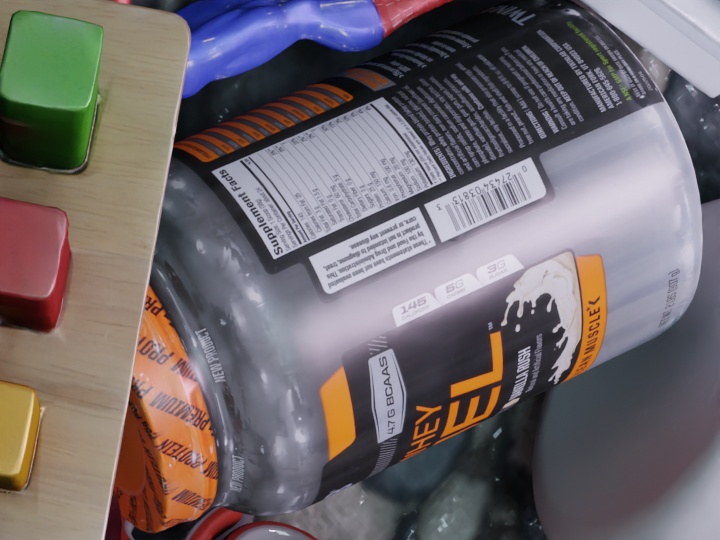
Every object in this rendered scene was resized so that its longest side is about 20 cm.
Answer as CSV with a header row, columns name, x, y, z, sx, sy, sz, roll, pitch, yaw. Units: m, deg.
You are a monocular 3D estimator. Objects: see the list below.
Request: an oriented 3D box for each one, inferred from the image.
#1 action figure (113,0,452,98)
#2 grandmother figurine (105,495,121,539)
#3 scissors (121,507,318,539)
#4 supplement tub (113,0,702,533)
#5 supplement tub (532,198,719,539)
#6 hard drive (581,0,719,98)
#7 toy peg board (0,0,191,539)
name,x,y,z,sx,sy,sz,roll,pitch,yaw
action figure,-0.064,-0.094,0.948,0.199,0.065,0.100,-29,112,-21
grandmother figurine,-0.101,0.112,0.871,0.060,0.200,0.122,21,86,-25
scissors,-0.068,0.114,0.909,0.073,0.200,0.014,27,119,11
supplement tub,0.000,0.000,0.953,0.199,0.122,0.123,-25,104,-21
supplement tub,0.174,0.079,1.029,0.199,0.144,0.145,31,81,-24
hard drive,0.052,-0.157,0.976,0.199,0.027,0.132,34,39,-24
toy peg board,-0.154,0.009,0.737,0.198,0.098,0.201,10,82,-4
